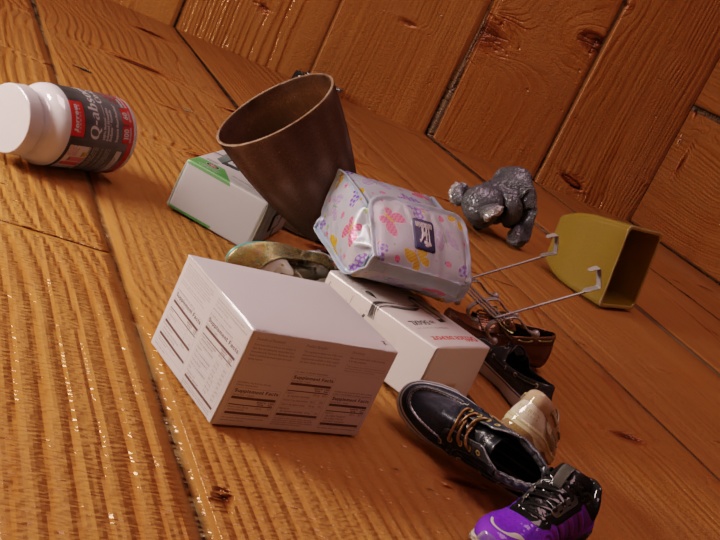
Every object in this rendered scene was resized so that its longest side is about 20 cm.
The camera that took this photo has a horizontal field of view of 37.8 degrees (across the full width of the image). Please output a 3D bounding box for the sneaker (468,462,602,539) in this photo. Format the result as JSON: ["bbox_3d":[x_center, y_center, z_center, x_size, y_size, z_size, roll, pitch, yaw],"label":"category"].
[{"bbox_3d":[0.187,0.243,1.077,0.069,0.100,0.199,34,16,34],"label":"sneaker"}]

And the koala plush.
[{"bbox_3d":[0.317,-0.165,2.554,0.199,0.186,0.177,-5,32,-42],"label":"koala plush"}]

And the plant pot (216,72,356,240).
[{"bbox_3d":[-0.081,-0.152,1.535,0.201,0.186,0.187,62,-3,-28],"label":"plant pot"}]

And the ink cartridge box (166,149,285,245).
[{"bbox_3d":[-0.194,-0.118,1.658,0.145,0.085,0.200,28,16,4],"label":"ink cartridge box"}]

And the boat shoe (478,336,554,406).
[{"bbox_3d":[0.222,0.141,1.541,0.069,0.067,0.200,19,17,-26],"label":"boat shoe"}]

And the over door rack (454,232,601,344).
[{"bbox_3d":[0.252,0.034,1.599,0.148,0.198,0.067,49,-18,58],"label":"over door rack"}]

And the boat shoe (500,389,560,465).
[{"bbox_3d":[0.218,0.188,1.291,0.072,0.065,0.200,35,-5,22],"label":"boat shoe"}]

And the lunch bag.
[{"bbox_3d":[0.052,-0.042,1.437,0.168,0.128,0.200,15,23,-26],"label":"lunch bag"}]

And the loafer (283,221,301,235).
[{"bbox_3d":[-0.087,-0.089,1.807,0.199,0.072,0.063,29,-3,-16],"label":"loafer"}]

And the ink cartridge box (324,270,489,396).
[{"bbox_3d":[0.052,0.086,1.401,0.199,0.085,0.145,34,16,31],"label":"ink cartridge box"}]

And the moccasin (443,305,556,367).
[{"bbox_3d":[0.222,0.094,1.670,0.199,0.078,0.074,20,19,-17],"label":"moccasin"}]

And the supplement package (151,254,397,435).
[{"bbox_3d":[-0.092,0.081,1.125,0.199,0.112,0.156,13,20,-42],"label":"supplement package"}]

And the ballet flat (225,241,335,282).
[{"bbox_3d":[-0.102,0.002,1.470,0.071,0.071,0.199,37,18,34],"label":"ballet flat"}]

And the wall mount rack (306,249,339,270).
[{"bbox_3d":[0.000,0.000,1.630,0.198,0.075,0.174,27,-24,-12],"label":"wall mount rack"}]

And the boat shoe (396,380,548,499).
[{"bbox_3d":[0.127,0.182,1.182,0.199,0.071,0.091,32,-12,13],"label":"boat shoe"}]

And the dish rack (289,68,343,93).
[{"bbox_3d":[-0.137,-0.598,3.410,0.152,0.055,0.200,30,13,5],"label":"dish rack"}]

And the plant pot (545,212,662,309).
[{"bbox_3d":[0.559,-0.038,2.493,0.199,0.198,0.193,26,12,37],"label":"plant pot"}]

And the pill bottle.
[{"bbox_3d":[-0.424,-0.204,1.497,0.115,0.117,0.199,34,17,26],"label":"pill bottle"}]
